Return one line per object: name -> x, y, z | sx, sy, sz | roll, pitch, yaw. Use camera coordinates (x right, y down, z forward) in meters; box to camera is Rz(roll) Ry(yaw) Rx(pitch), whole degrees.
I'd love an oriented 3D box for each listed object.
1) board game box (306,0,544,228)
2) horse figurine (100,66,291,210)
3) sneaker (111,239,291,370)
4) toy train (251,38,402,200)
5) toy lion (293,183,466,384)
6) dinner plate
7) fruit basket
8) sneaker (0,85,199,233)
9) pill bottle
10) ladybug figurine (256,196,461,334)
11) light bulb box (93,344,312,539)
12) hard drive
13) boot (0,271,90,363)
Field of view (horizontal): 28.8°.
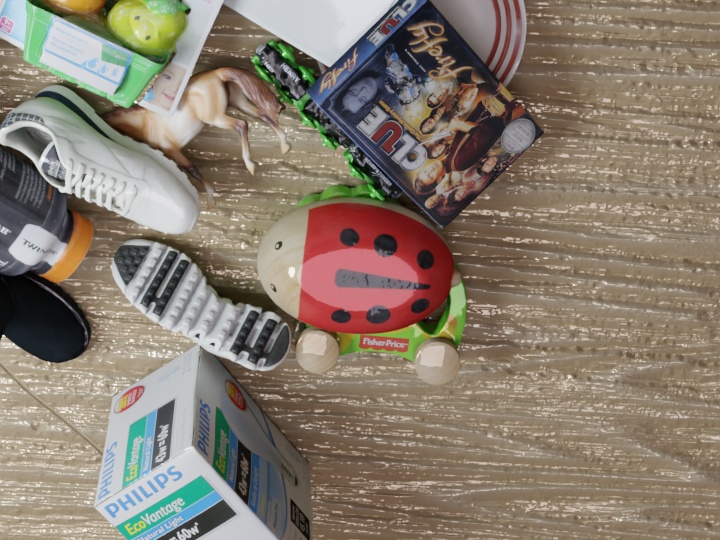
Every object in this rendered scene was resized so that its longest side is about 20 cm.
board game box -> 0.063, -0.145, 1.289 | 0.135, 0.035, 0.200 | -44, 128, 7
horse figurine -> -0.151, -0.133, 1.326 | 0.200, 0.050, 0.133 | -32, 96, 30
sneaker -> -0.166, 0.042, 1.422 | 0.200, 0.081, 0.075 | 34, 74, -2
toy train -> -0.030, -0.144, 1.332 | 0.042, 0.056, 0.200 | -42, 112, 6
toy lion -> 0.012, 0.009, 1.419 | 0.199, 0.069, 0.192 | 6, 110, -5
dinner plate -> 0.055, -0.225, 1.309 | 0.199, 0.024, 0.201 | 0, 118, 0
fruit basket -> -0.215, -0.252, 1.236 | 0.185, 0.094, 0.200 | 25, 124, -9
sneaker -> -0.243, -0.089, 1.312 | 0.200, 0.081, 0.076 | 32, 123, 2
pill bottle -> -0.352, -0.064, 1.329 | 0.200, 0.106, 0.106 | 33, 113, -32
ladybug figurine -> 0.000, 0.000, 1.352 | 0.199, 0.072, 0.136 | 2, 104, -5
light bulb box -> -0.156, 0.219, 1.444 | 0.125, 0.198, 0.200 | -32, 116, 13
hard drive -> -0.047, -0.270, 1.260 | 0.200, 0.027, 0.132 | 30, 114, -4
boot -> -0.356, 0.055, 1.368 | 0.076, 0.168, 0.200 | -36, 114, 17
